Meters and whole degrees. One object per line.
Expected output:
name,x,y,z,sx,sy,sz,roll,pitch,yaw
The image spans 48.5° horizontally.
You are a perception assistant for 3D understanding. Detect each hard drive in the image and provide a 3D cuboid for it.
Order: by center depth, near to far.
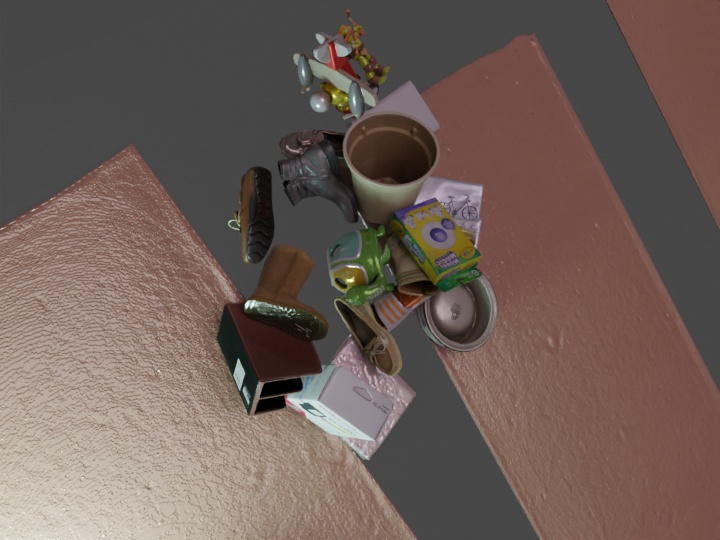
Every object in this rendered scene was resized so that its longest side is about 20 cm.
hard drive,0.079,-0.333,1.840,0.200,0.025,0.132,-39,100,-26

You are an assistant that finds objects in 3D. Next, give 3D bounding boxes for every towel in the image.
towel,-0.001,0.269,1.697,0.200,0.032,0.191,45,66,-13

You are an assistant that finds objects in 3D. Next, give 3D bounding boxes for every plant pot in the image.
plant pot,0.057,-0.201,1.699,0.199,0.184,0.202,2,58,-3

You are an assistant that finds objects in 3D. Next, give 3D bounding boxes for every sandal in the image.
sandal,0.084,0.056,1.720,0.206,0.059,0.079,-38,61,-5

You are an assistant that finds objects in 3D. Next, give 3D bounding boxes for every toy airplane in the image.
toy airplane,-0.057,-0.399,1.686,0.199,0.200,0.141,42,83,-12

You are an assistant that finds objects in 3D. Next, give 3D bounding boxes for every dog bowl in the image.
dog bowl,0.211,0.086,1.812,0.199,0.074,0.202,5,80,-27

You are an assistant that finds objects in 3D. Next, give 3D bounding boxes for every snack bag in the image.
snack bag,0.185,-0.124,1.819,0.187,0.021,0.201,11,75,3

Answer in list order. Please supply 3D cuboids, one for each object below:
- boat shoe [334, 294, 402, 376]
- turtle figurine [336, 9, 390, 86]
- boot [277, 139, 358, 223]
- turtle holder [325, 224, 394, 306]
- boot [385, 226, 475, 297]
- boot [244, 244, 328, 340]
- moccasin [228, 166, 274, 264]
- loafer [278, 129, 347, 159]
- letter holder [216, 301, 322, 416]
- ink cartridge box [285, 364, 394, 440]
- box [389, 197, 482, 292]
boat shoe,0.014,0.136,1.673,0.063,0.073,0.201,-10,64,-48
turtle figurine,-0.004,-0.485,1.780,0.161,0.064,0.200,49,20,-23
boot,-0.093,-0.169,1.708,0.131,0.070,0.201,-28,111,-8
turtle holder,0.000,0.001,1.673,0.131,0.141,0.187,-9,68,-1
boot,0.163,-0.019,1.709,0.199,0.073,0.156,-2,48,-10
boot,-0.124,0.036,1.578,0.174,0.066,0.200,23,35,-1
moccasin,-0.223,-0.110,1.629,0.073,0.077,0.203,5,75,-41
loafer,-0.077,-0.277,1.731,0.199,0.063,0.072,-4,83,-28
letter holder,-0.173,0.160,1.533,0.141,0.101,0.200,-6,45,-29
ink cartridge box,-0.050,0.252,1.544,0.145,0.200,0.083,38,69,-17
box,0.162,-0.053,1.662,0.117,0.048,0.200,-22,65,-29
